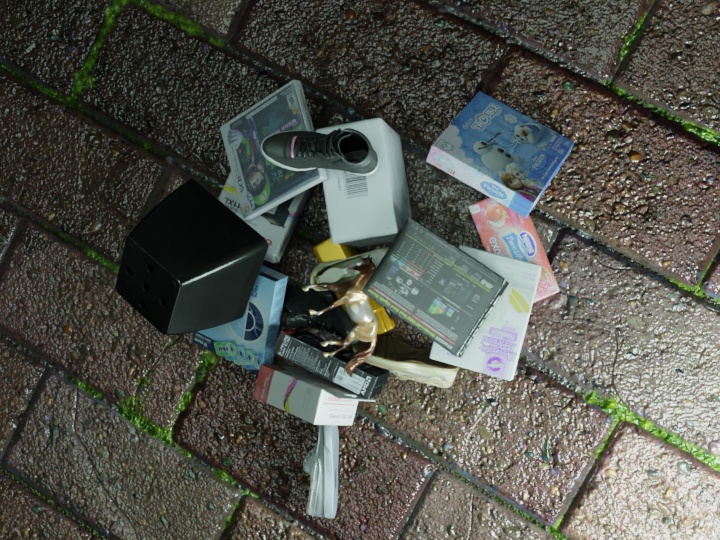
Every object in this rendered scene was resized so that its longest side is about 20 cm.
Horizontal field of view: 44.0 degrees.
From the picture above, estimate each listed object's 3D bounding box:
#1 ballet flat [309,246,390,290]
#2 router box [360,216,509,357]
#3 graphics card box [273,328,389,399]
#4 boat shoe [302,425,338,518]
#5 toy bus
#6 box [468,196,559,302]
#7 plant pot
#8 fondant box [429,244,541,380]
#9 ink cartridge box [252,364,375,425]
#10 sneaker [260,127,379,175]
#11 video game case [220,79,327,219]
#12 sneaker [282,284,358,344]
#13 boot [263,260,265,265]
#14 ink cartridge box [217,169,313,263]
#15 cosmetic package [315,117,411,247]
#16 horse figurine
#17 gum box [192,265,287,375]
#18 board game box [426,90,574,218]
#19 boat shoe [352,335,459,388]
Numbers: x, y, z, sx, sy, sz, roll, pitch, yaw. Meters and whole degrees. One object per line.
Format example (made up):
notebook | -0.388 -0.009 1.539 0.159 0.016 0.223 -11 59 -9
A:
ballet flat | 0.000 0.000 1.587 0.199 0.069 0.070 -14 87 16
router box | 0.124 0.028 1.476 0.200 0.062 0.150 35 93 15
graphics card box | -0.051 0.171 1.655 0.199 0.125 0.051 23 93 12
boat shoe | -0.078 0.370 1.690 0.065 0.074 0.201 1 90 9
toy bus | -0.011 0.033 1.668 0.065 0.078 0.201 -29 84 12
box | 0.275 -0.038 1.590 0.094 0.103 0.201 -22 84 11
plant pot | -0.310 -0.006 1.562 0.199 0.177 0.200 39 130 16
fondant box | 0.213 0.072 1.515 0.144 0.058 0.201 15 89 12
ink cartridge box | -0.084 0.233 1.631 0.199 0.116 0.068 16 92 38
sneaker | -0.066 -0.202 1.446 0.199 0.099 0.071 8 81 1
video game case | -0.157 -0.209 1.568 0.199 0.023 0.183 -23 78 36
sneaker | -0.089 0.087 1.666 0.104 0.060 0.200 -28 48 -10
boot | -0.267 -0.035 1.734 0.200 0.072 0.145 -38 84 7
ink cartridge box | -0.180 -0.135 1.670 0.145 0.083 0.201 23 80 1
cosmetic package | 0.014 -0.151 1.598 0.122 0.200 0.201 -9 89 11
horse figurine | -0.018 0.081 1.562 0.132 0.050 0.201 -18 105 -6
gum box | -0.231 0.076 1.691 0.169 0.045 0.201 22 114 24
board game box | 0.247 -0.208 1.558 0.198 0.200 0.043 30 140 11
boat shoe | 0.079 0.173 1.641 0.199 0.072 0.065 12 124 -3
